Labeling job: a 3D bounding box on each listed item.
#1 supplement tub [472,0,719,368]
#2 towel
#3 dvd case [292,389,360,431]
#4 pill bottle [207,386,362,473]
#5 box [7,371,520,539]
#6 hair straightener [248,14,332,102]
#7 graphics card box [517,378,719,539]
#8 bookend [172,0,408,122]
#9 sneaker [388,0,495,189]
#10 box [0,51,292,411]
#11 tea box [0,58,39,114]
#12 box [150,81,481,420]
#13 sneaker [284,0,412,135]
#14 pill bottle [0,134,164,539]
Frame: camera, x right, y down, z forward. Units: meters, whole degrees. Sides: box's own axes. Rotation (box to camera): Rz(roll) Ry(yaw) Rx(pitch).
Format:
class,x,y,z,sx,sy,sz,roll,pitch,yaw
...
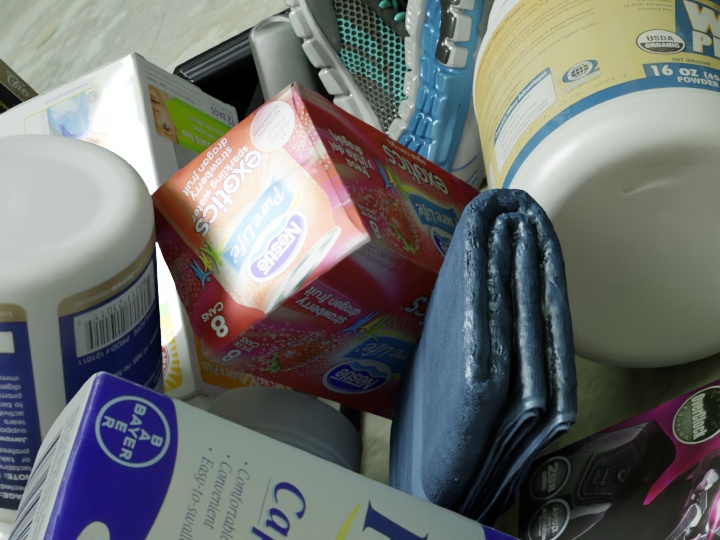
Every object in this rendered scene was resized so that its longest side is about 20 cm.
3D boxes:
class,x,y,z,sx,sy,sz,roll,pitch,yaw
supplement tub,0.130,-0.066,0.839,0.144,0.145,0.200,-33,32,21
towel,0.049,0.058,0.768,0.200,0.048,0.112,105,168,-58
dvd case,-0.082,0.139,0.985,0.200,0.018,0.143,-30,33,26
pill bottle,-0.059,0.159,0.821,0.111,0.111,0.201,-20,42,38
box,-0.050,0.168,0.684,0.105,0.199,0.185,-47,24,53
hair straightener,-0.036,-0.055,1.030,0.041,0.077,0.201,-9,83,15
graphics card box,0.154,0.101,0.694,0.200,0.051,0.126,-29,34,30
bookend,-0.054,-0.072,1.137,0.198,0.092,0.201,-20,39,37
sneaker,0.064,-0.079,0.976,0.075,0.086,0.201,-126,42,-52
box,-0.121,0.000,0.980,0.101,0.112,0.201,-21,69,22
tea box,-0.239,0.003,1.173,0.133,0.200,0.197,-29,32,28
box,0.000,0.000,0.854,0.100,0.200,0.096,-35,61,18
sneaker,0.020,-0.130,1.031,0.091,0.201,0.078,-21,19,14
pill bottle,-0.150,0.047,0.819,0.115,0.201,0.116,2,37,-1
